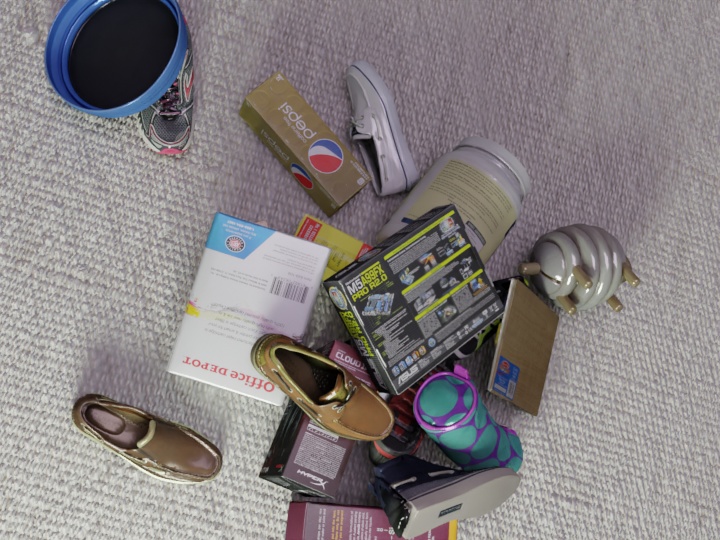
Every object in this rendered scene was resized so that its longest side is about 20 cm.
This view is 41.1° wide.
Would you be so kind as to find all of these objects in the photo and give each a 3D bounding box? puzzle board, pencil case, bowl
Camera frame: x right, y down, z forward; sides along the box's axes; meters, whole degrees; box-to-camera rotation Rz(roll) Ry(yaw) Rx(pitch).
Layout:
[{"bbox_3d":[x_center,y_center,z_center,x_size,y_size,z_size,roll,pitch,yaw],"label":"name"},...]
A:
[{"bbox_3d":[0.223,0.109,1.316,0.017,0.200,0.151,9,77,31],"label":"puzzle board"},{"bbox_3d":[0.143,0.206,1.250,0.085,0.200,0.093,29,76,39],"label":"pencil case"},{"bbox_3d":[-0.320,-0.295,1.266,0.200,0.039,0.201,-4,75,15],"label":"bowl"}]

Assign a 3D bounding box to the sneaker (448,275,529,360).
[{"bbox_3d":[0.172,0.051,1.316,0.072,0.083,0.200,54,39,-1],"label":"sneaker"}]

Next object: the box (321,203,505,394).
[{"bbox_3d":[0.071,0.033,1.190,0.200,0.044,0.161,-35,104,-28],"label":"box"}]

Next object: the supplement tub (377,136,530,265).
[{"bbox_3d":[0.133,-0.074,1.339,0.145,0.145,0.200,40,70,-4],"label":"supplement tub"}]

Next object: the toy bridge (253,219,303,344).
[{"bbox_3d":[-0.134,0.029,1.300,0.067,0.027,0.201,-16,84,-18],"label":"toy bridge"}]

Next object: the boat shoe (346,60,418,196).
[{"bbox_3d":[0.017,-0.202,1.371,0.067,0.074,0.201,-23,86,-22],"label":"boat shoe"}]

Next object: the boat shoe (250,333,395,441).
[{"bbox_3d":[-0.037,0.143,1.111,0.200,0.068,0.072,31,76,-19],"label":"boat shoe"}]

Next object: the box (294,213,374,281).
[{"bbox_3d":[0.000,0.000,1.288,0.200,0.050,0.075,29,90,16],"label":"box"}]

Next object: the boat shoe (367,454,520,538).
[{"bbox_3d":[0.104,0.262,1.203,0.199,0.075,0.093,-5,38,-37],"label":"boat shoe"}]

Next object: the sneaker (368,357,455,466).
[{"bbox_3d":[0.068,0.192,1.301,0.071,0.098,0.201,32,47,8],"label":"sneaker"}]

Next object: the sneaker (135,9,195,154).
[{"bbox_3d":[-0.264,-0.255,1.301,0.080,0.075,0.201,-2,79,-16],"label":"sneaker"}]

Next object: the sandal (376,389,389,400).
[{"bbox_3d":[0.031,0.119,1.300,0.059,0.079,0.207,37,72,-8],"label":"sandal"}]

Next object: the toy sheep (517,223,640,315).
[{"bbox_3d":[0.312,-0.003,1.382,0.199,0.138,0.138,2,76,-33],"label":"toy sheep"}]

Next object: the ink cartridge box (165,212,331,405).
[{"bbox_3d":[-0.137,0.045,1.199,0.146,0.146,0.201,18,90,-5],"label":"ink cartridge box"}]

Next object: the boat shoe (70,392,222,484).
[{"bbox_3d":[-0.265,0.213,1.194,0.202,0.075,0.075,23,72,-10],"label":"boat shoe"}]

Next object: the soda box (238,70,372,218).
[{"bbox_3d":[-0.079,-0.175,1.343,0.068,0.064,0.200,-42,91,-20],"label":"soda box"}]

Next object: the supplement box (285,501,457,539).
[{"bbox_3d":[0.011,0.345,1.226,0.199,0.110,0.086,8,75,-15],"label":"supplement box"}]

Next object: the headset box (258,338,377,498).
[{"bbox_3d":[-0.047,0.183,1.226,0.077,0.149,0.201,24,73,-11],"label":"headset box"}]
